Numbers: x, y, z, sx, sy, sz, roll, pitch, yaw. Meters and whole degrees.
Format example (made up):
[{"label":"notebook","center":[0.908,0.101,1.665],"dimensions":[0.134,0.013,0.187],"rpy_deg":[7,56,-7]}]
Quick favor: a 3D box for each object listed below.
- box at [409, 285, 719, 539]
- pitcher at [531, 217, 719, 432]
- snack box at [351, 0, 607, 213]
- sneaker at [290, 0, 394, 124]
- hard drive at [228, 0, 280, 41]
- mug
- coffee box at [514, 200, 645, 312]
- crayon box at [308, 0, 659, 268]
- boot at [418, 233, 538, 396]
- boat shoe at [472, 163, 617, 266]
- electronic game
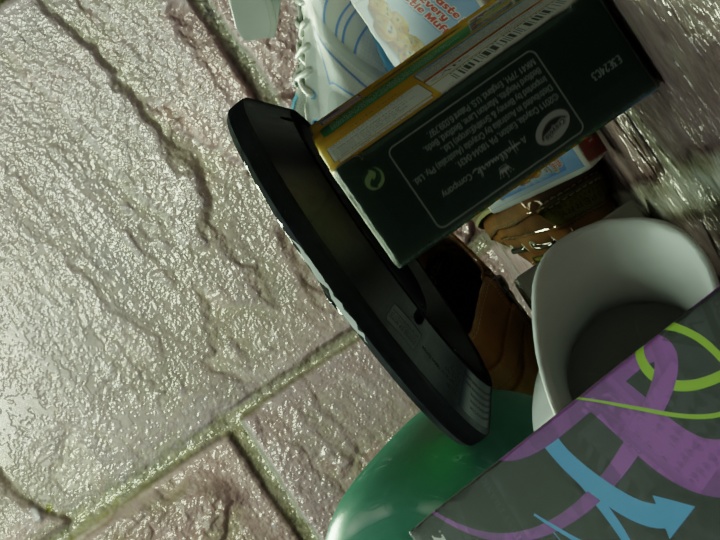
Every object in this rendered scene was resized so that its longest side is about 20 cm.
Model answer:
[{"label":"box","center":[0.128,0.107,0.886],"dimensions":[0.143,0.200,0.036],"rpy_deg":[55,-146,12]},{"label":"pitcher","center":[0.135,0.083,1.024],"dimensions":[0.200,0.121,0.172],"rpy_deg":[49,-144,-70]},{"label":"snack box","center":[0.044,-0.126,1.166],"dimensions":[0.200,0.072,0.024],"rpy_deg":[56,-139,-11]},{"label":"sneaker","center":[-0.012,-0.112,1.234],"dimensions":[0.200,0.087,0.075],"rpy_deg":[58,-178,-10]},{"label":"hard drive","center":[-0.066,-0.240,1.306],"dimensions":[0.200,0.026,0.132],"rpy_deg":[-87,-13,-53]},{"label":"mug","center":[0.070,0.149,1.141],"dimensions":[0.114,0.185,0.152],"rpy_deg":[-42,-69,-53]},{"label":"coffee box","center":[0.174,0.077,1.189],"dimensions":[0.200,0.080,0.113],"rpy_deg":[57,-177,23]},{"label":"crayon box","center":[0.046,-0.068,0.975],"dimensions":[0.052,0.126,0.200],"rpy_deg":[55,-179,-10]},{"label":"boot","center":[0.093,0.077,1.219],"dimensions":[0.155,0.077,0.200],"rpy_deg":[58,-172,-44]},{"label":"boat shoe","center":[0.111,-0.028,1.319],"dimensions":[0.068,0.072,0.200],"rpy_deg":[57,-179,7]},{"label":"electronic game","center":[0.000,0.000,1.091],"dimensions":[0.200,0.042,0.200],"rpy_deg":[53,-174,-8]}]
